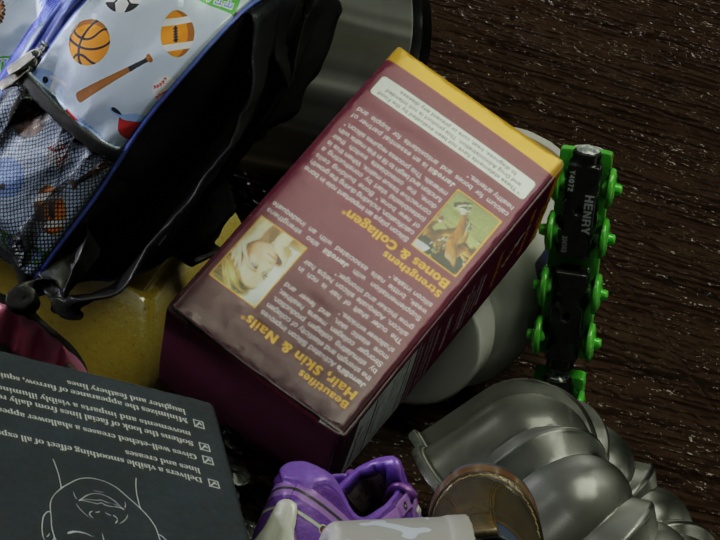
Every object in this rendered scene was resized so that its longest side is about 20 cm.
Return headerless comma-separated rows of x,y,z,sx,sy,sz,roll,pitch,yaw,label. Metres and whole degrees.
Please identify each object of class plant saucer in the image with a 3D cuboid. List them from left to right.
-0.160,-0.030,1.469,0.200,0.049,0.200,31,29,0,plant saucer

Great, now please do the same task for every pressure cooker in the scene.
-0.057,-0.140,1.595,0.179,0.176,0.200,46,22,30,pressure cooker

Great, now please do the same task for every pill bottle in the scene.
0.057,-0.001,1.555,0.111,0.111,0.200,33,29,5,pill bottle

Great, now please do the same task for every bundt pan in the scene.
0.118,0.131,1.361,0.202,0.076,0.202,45,8,-8,bundt pan

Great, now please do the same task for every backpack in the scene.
-0.108,-0.091,1.332,0.154,0.191,0.200,46,19,5,backpack

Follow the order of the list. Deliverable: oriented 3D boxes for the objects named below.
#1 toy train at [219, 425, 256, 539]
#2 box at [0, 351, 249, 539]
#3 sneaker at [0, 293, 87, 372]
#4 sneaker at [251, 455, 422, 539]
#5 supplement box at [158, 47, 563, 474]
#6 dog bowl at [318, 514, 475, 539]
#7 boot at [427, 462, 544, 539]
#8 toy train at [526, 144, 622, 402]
-0.072,0.137,1.306,0.046,0.034,0.200,8,35,-16,toy train
-0.131,0.141,1.165,0.148,0.107,0.200,16,31,-25,box
-0.222,0.019,1.321,0.200,0.079,0.095,24,18,-14,sneaker
0.017,0.132,1.285,0.080,0.084,0.200,11,-7,28,sneaker
0.000,0.000,1.397,0.110,0.086,0.200,35,64,10,supplement box
-0.001,0.194,1.121,0.059,0.200,0.200,11,32,-5,dog bowl
0.072,0.190,1.218,0.097,0.075,0.200,-58,128,-84,boot
0.114,0.022,1.493,0.042,0.201,0.056,9,21,7,toy train
